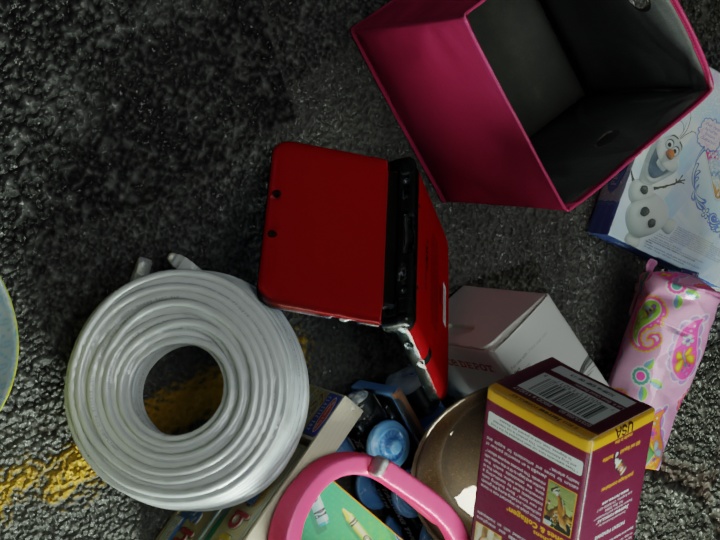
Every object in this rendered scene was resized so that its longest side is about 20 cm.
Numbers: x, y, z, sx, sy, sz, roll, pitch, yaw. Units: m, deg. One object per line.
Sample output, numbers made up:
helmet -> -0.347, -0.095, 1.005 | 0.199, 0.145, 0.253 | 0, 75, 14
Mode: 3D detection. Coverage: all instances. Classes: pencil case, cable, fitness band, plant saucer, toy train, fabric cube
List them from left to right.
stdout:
cable -> -0.142, 0.097, 1.332 | 0.200, 0.069, 0.200 | 24, 84, 13
fitness band -> 0.012, 0.237, 1.354 | 0.200, 0.037, 0.144 | 40, 75, -29
toy train -> 0.055, 0.178, 1.490 | 0.114, 0.087, 0.200 | -39, 112, -28
plant saucer -> 0.144, 0.176, 1.423 | 0.200, 0.037, 0.201 | 1, 116, 1
fabric cube -> 0.151, -0.187, 1.447 | 0.200, 0.199, 0.196 | -38, 109, -20
pencil case -> 0.284, 0.094, 1.589 | 0.087, 0.087, 0.200 | 15, 97, -28

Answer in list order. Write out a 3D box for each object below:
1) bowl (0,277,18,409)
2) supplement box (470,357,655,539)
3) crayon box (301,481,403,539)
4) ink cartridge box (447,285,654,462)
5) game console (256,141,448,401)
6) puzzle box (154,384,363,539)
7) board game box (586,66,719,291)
bowl -> -0.371, 0.058, 1.224 | 0.200, 0.108, 0.200 | 13, 67, -33
supplement box -> 0.161, 0.189, 1.336 | 0.086, 0.110, 0.200 | -19, 124, -40
crayon box -> -0.012, 0.244, 1.436 | 0.200, 0.119, 0.058 | 43, 74, -24
ink cartridge box -> 0.156, 0.114, 1.501 | 0.084, 0.146, 0.200 | -43, 112, -21
game console -> 0.000, 0.000, 1.419 | 0.200, 0.119, 0.172 | -86, 159, -43
puzzle box -> -0.092, 0.182, 1.380 | 0.025, 0.133, 0.200 | 43, 74, -27
board game box -> 0.344, -0.095, 1.645 | 0.200, 0.043, 0.199 | 23, 85, -28
